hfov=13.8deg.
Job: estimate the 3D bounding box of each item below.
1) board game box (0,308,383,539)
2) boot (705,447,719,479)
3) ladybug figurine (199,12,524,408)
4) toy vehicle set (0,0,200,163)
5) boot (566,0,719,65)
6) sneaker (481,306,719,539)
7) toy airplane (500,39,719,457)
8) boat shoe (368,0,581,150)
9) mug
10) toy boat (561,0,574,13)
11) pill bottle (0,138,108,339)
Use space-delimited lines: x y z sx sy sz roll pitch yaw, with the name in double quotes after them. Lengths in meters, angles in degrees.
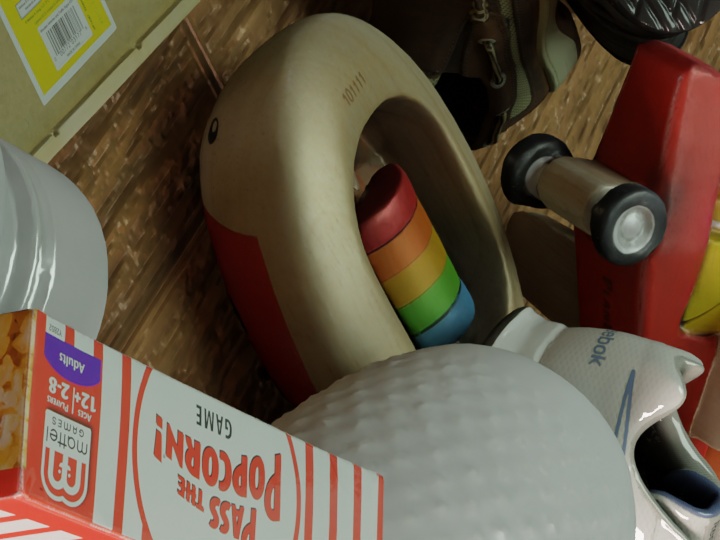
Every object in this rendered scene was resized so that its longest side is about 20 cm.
-0.117 0.065 0.751 0.151 0.200 0.046 30 56 -52 "board game box"
0.205 0.157 1.366 0.075 0.107 0.200 -36 111 -55 "boot"
0.000 0.000 1.096 0.200 0.072 0.136 64 34 -25 "ladybug figurine"
-0.119 -0.106 0.972 0.124 0.026 0.200 66 33 -21 "toy vehicle set"
0.070 -0.169 1.171 0.200 0.070 0.132 62 -4 -1 "boot"
0.092 0.111 1.087 0.075 0.087 0.200 -46 132 -51 "sneaker"
0.136 0.028 1.175 0.141 0.199 0.200 -19 74 -25 "toy airplane"
0.036 -0.102 1.156 0.075 0.075 0.202 -50 152 -7 "boat shoe"
0.020 0.132 0.986 0.175 0.147 0.200 -49 125 -39 "mug"
0.089 -0.215 1.296 0.200 0.130 0.131 46 14 -45 "toy boat"
-0.160 -0.019 0.789 0.200 0.114 0.115 29 57 -53 "pill bottle"
